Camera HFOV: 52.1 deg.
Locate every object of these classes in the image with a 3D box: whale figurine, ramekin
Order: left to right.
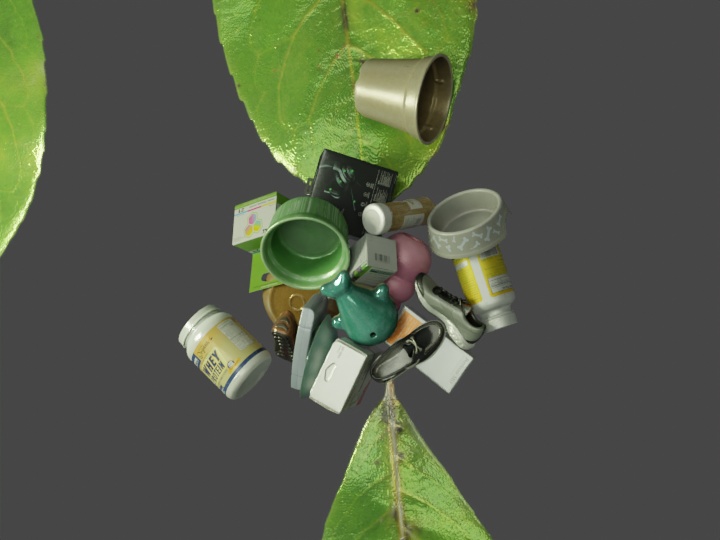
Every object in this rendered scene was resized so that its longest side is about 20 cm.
[{"bbox_3d":[-0.117,-0.064,1.626,0.196,0.099,0.203,2,130,3],"label":"ramekin"},{"bbox_3d":[-0.001,0.087,1.608,0.158,0.200,0.105,-34,36,17],"label":"whale figurine"}]

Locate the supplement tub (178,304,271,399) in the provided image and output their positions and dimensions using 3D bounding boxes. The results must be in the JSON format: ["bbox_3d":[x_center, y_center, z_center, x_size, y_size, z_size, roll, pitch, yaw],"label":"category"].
[{"bbox_3d":[-0.327,0.194,1.774,0.199,0.144,0.145,41,96,13],"label":"supplement tub"}]

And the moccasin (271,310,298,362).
[{"bbox_3d":[-0.167,0.155,1.720,0.072,0.203,0.079,15,62,15],"label":"moccasin"}]

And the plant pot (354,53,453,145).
[{"bbox_3d":[0.093,-0.410,1.703,0.181,0.200,0.204,17,90,25],"label":"plant pot"}]

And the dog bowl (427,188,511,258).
[{"bbox_3d":[0.237,-0.110,1.634,0.197,0.201,0.059,-20,121,12],"label":"dog bowl"}]

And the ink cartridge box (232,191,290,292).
[{"bbox_3d":[-0.232,-0.066,1.754,0.146,0.075,0.204,-14,64,35],"label":"ink cartridge box"}]

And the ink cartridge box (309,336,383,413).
[{"bbox_3d":[-0.028,0.234,1.670,0.082,0.200,0.149,26,93,13],"label":"ink cartridge box"}]

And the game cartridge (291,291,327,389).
[{"bbox_3d":[-0.118,0.164,1.691,0.040,0.133,0.204,14,110,13],"label":"game cartridge"}]

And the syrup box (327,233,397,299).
[{"bbox_3d":[0.000,0.000,1.663,0.077,0.200,0.083,12,61,-26],"label":"syrup box"}]

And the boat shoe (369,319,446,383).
[{"bbox_3d":[0.104,0.180,1.640,0.198,0.060,0.075,-34,75,8],"label":"boat shoe"}]

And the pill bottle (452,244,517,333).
[{"bbox_3d":[0.282,0.033,1.655,0.109,0.111,0.204,-19,82,11],"label":"pill bottle"}]

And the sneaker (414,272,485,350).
[{"bbox_3d":[0.199,0.078,1.631,0.200,0.074,0.079,47,125,7],"label":"sneaker"}]

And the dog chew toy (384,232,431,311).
[{"bbox_3d":[0.082,0.017,1.705,0.123,0.124,0.203,28,101,13],"label":"dog chew toy"}]

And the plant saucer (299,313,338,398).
[{"bbox_3d":[-0.086,0.201,1.688,0.038,0.201,0.205,16,90,8],"label":"plant saucer"}]

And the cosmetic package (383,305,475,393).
[{"bbox_3d":[0.156,0.179,1.697,0.199,0.071,0.102,36,95,13],"label":"cosmetic package"}]

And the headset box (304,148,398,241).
[{"bbox_3d":[-0.032,-0.169,1.715,0.196,0.093,0.177,15,86,-9],"label":"headset box"}]

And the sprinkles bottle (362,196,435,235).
[{"bbox_3d":[0.090,-0.125,1.666,0.067,0.198,0.070,9,105,39],"label":"sprinkles bottle"}]

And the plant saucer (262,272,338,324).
[{"bbox_3d":[-0.146,0.073,1.761,0.196,0.035,0.204,4,107,12],"label":"plant saucer"}]
